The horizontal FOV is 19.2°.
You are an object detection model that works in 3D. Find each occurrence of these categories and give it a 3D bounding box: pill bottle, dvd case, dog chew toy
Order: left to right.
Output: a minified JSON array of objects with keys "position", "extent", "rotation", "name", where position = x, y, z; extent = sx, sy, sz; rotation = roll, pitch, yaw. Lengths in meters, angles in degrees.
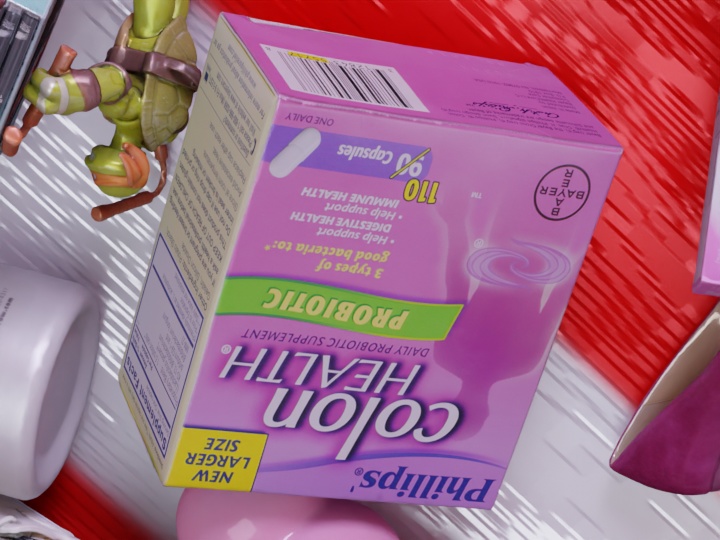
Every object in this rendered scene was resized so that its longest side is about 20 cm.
[{"position":[-0.244,0.039,1.096],"extent":[0.199,0.114,0.115],"rotation":[15,113,6],"name":"pill bottle"},{"position":[-0.165,-0.089,0.989],"extent":[0.022,0.146,0.200],"rotation":[24,130,-9],"name":"dvd case"},{"position":[-0.019,0.171,1.054],"extent":[0.124,0.125,0.201],"rotation":[-33,93,21],"name":"dog chew toy"}]

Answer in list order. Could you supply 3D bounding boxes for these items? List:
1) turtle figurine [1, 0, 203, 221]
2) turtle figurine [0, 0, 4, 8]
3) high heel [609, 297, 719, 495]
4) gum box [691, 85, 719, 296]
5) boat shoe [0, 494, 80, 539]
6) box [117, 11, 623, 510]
[{"position":[-0.102,-0.102,0.991],"extent":[0.064,0.200,0.163],"rotation":[12,89,16],"name":"turtle figurine"},{"position":[-0.236,-0.122,0.974],"extent":[0.143,0.200,0.195],"rotation":[21,100,-5],"name":"turtle figurine"},{"position":[0.169,0.018,1.038],"extent":[0.095,0.067,0.201],"rotation":[3,119,13],"name":"high heel"},{"position":[0.218,-0.082,0.947],"extent":[0.113,0.066,0.202],"rotation":[8,86,6],"name":"gum box"},{"position":[-0.178,0.151,1.090],"extent":[0.199,0.071,0.070],"rotation":[30,155,0],"name":"boat shoe"},{"position":[0.000,0.000,1.004],"extent":[0.175,0.097,0.201],"rotation":[7,116,-25],"name":"box"}]
